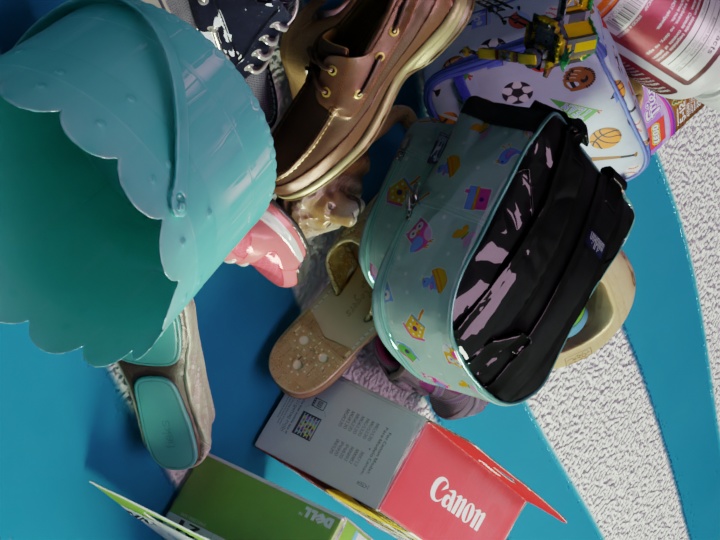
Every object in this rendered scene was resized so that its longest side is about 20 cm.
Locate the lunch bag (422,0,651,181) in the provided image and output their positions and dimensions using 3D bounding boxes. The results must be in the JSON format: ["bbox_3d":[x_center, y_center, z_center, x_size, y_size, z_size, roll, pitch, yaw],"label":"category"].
[{"bbox_3d":[0.134,-0.123,1.719,0.160,0.076,0.200,-19,138,12],"label":"lunch bag"}]

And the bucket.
[{"bbox_3d":[-0.160,-0.059,1.329,0.135,0.207,0.208,-47,141,-40],"label":"bucket"}]

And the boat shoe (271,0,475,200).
[{"bbox_3d":[-0.009,-0.138,1.495,0.067,0.072,0.200,30,106,-39],"label":"boat shoe"}]

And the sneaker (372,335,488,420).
[{"bbox_3d":[0.053,0.060,1.775,0.088,0.082,0.200,-17,145,-5],"label":"sneaker"}]

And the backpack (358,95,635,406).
[{"bbox_3d":[0.089,-0.008,1.597,0.176,0.153,0.201,47,58,-50],"label":"backpack"}]

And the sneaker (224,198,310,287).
[{"bbox_3d":[-0.111,-0.037,1.524,0.087,0.074,0.200,-48,135,-7],"label":"sneaker"}]

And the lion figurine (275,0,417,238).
[{"bbox_3d":[-0.024,-0.130,1.583,0.122,0.072,0.201,-27,116,-31],"label":"lion figurine"}]

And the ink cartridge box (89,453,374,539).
[{"bbox_3d":[-0.081,0.187,1.604,0.076,0.148,0.200,-60,144,-13],"label":"ink cartridge box"}]

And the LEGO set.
[{"bbox_3d":[0.078,-0.224,1.551,0.116,0.200,0.154,-15,134,-38],"label":"LEGO set"}]

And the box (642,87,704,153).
[{"bbox_3d":[0.266,-0.214,1.916,0.137,0.039,0.200,-41,137,-30],"label":"box"}]

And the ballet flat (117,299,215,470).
[{"bbox_3d":[-0.141,0.054,1.545,0.062,0.067,0.200,-69,160,-48],"label":"ballet flat"}]

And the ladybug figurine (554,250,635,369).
[{"bbox_3d":[0.155,0.014,1.797,0.135,0.072,0.200,-25,149,0],"label":"ladybug figurine"}]

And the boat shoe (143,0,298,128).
[{"bbox_3d":[-0.075,-0.157,1.452,0.200,0.092,0.075,58,36,-49],"label":"boat shoe"}]

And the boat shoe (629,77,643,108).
[{"bbox_3d":[0.186,-0.083,1.864,0.200,0.071,0.069,-61,176,14],"label":"boat shoe"}]

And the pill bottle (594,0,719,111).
[{"bbox_3d":[0.240,-0.209,1.771,0.200,0.113,0.113,27,87,-32],"label":"pill bottle"}]

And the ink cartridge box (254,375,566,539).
[{"bbox_3d":[0.044,0.169,1.732,0.084,0.175,0.200,-60,143,-8],"label":"ink cartridge box"}]

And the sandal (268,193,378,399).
[{"bbox_3d":[0.005,0.003,1.660,0.212,0.078,0.070,-53,169,-11],"label":"sandal"}]
